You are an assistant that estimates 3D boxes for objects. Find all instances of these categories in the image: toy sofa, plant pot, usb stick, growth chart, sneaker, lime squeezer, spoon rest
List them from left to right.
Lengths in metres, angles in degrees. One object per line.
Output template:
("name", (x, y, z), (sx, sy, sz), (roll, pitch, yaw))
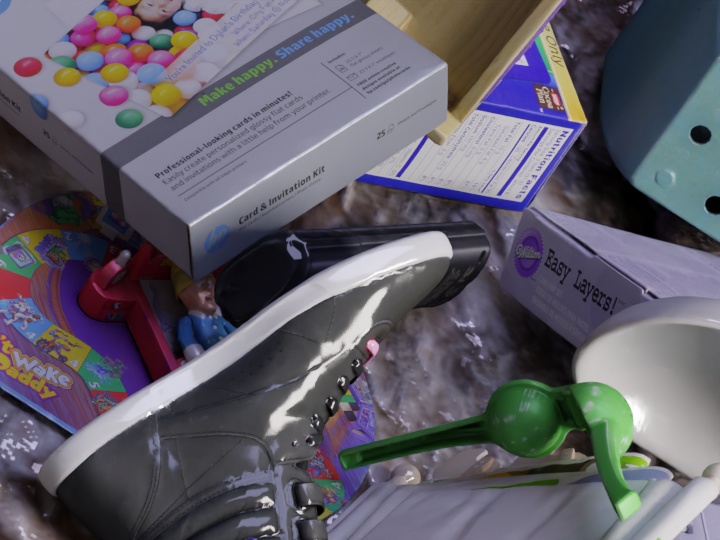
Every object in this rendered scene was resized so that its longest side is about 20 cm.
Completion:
("sneaker", (-0.025, 0.068, 1.132), (0.200, 0.071, 0.099), (-34, 80, -14))
("usb stick", (0.000, 0.000, 1.247), (0.033, 0.055, 0.200), (54, 24, 16))
("growth chart", (0.057, 0.106, 1.132), (0.145, 0.200, 0.018), (-32, 109, -45))
("toy sofa", (0.073, -0.160, 1.280), (0.083, 0.200, 0.098), (40, 46, 1))
("lime squeezer", (0.072, 0.075, 1.143), (0.071, 0.200, 0.038), (-50, 117, -22))
("plant pot", (0.214, -0.096, 1.463), (0.141, 0.141, 0.200), (33, 27, -3))
("spoon rest", (0.175, 0.071, 1.171), (0.200, 0.099, 0.061), (33, 51, -33))

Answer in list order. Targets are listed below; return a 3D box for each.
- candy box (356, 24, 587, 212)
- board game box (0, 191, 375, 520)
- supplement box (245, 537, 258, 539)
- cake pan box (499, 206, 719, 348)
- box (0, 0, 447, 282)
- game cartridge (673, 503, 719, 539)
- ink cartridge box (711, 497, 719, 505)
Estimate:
("candy box", (0.001, -0.128, 1.411), (0.200, 0.077, 0.169), (10, 45, -32))
("board game box", (-0.074, 0.028, 1.207), (0.200, 0.039, 0.158), (33, 36, -3))
("supplement box", (0.004, 0.210, 1.016), (0.200, 0.101, 0.103), (34, 35, -3))
("cake pan box", (0.188, 0.036, 1.333), (0.184, 0.052, 0.200), (15, 14, -32))
("box", (-0.082, -0.097, 1.254), (0.156, 0.041, 0.200), (-33, 54, -27))
("game cartridge", (0.185, 0.187, 1.103), (0.130, 0.038, 0.200), (13, 44, -22))
("ink cartridge box", (0.157, 0.179, 1.184), (0.200, 0.088, 0.145), (-11, 57, -43))
